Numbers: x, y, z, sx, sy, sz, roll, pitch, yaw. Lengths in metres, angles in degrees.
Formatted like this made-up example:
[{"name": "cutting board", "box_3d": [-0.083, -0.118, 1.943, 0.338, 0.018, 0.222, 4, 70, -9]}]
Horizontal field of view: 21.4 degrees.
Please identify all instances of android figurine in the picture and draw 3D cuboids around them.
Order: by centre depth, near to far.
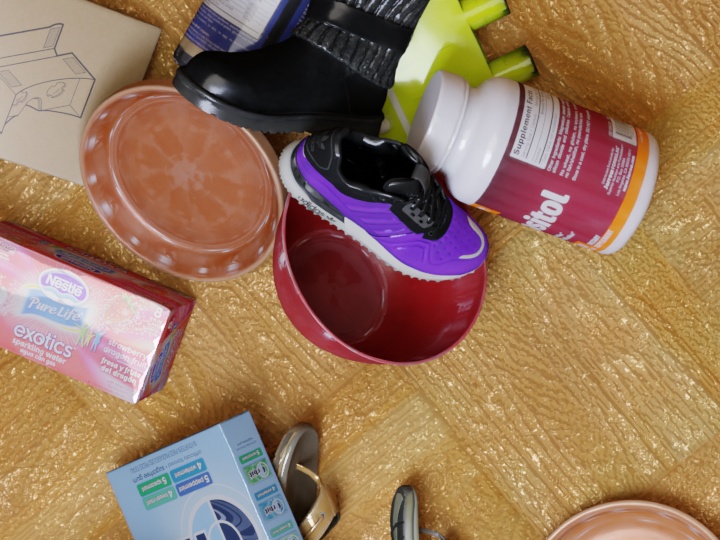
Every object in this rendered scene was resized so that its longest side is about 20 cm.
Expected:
[{"name": "android figurine", "box_3d": [0.050, -0.171, 1.683, 0.199, 0.041, 0.183, -23, 104, 8]}]

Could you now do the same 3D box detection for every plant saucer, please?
[{"name": "plant saucer", "box_3d": [-0.156, -0.082, 1.698, 0.199, 0.032, 0.201, 12, 126, 17]}, {"name": "plant saucer", "box_3d": [0.245, 0.302, 1.707, 0.199, 0.037, 0.201, 1, 96, 8]}]

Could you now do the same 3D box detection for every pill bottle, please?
[{"name": "pill bottle", "box_3d": [0.144, -0.097, 1.626, 0.199, 0.113, 0.113, 20, 98, -10]}, {"name": "pill bottle", "box_3d": [-0.070, -0.243, 1.670, 0.112, 0.112, 0.201, 32, 98, 5]}]

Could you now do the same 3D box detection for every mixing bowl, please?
[{"name": "mixing bowl", "box_3d": [0.000, 0.000, 1.662, 0.199, 0.108, 0.201, 10, 67, -25]}]

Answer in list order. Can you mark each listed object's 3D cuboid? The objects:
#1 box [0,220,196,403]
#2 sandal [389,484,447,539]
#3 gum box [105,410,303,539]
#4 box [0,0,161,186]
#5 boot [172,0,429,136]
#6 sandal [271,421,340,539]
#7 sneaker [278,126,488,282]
[{"name": "box", "box_3d": [-0.265, 0.035, 1.728, 0.199, 0.103, 0.095, 23, 98, 7]}, {"name": "sandal", "box_3d": [0.072, 0.285, 1.720, 0.057, 0.080, 0.202, -20, 98, -7]}, {"name": "gum box", "box_3d": [-0.127, 0.246, 1.709, 0.170, 0.044, 0.201, -25, 88, 41]}, {"name": "box", "box_3d": [-0.298, -0.176, 1.707, 0.199, 0.021, 0.164, 18, 99, -25]}, {"name": "boot", "box_3d": [-0.046, -0.199, 1.586, 0.079, 0.210, 0.158, 44, 122, 46]}, {"name": "sandal", "box_3d": [-0.046, 0.233, 1.722, 0.054, 0.080, 0.201, 5, 102, 21]}, {"name": "sneaker", "box_3d": [0.036, -0.058, 1.577, 0.200, 0.099, 0.070, 27, 60, -21]}]
